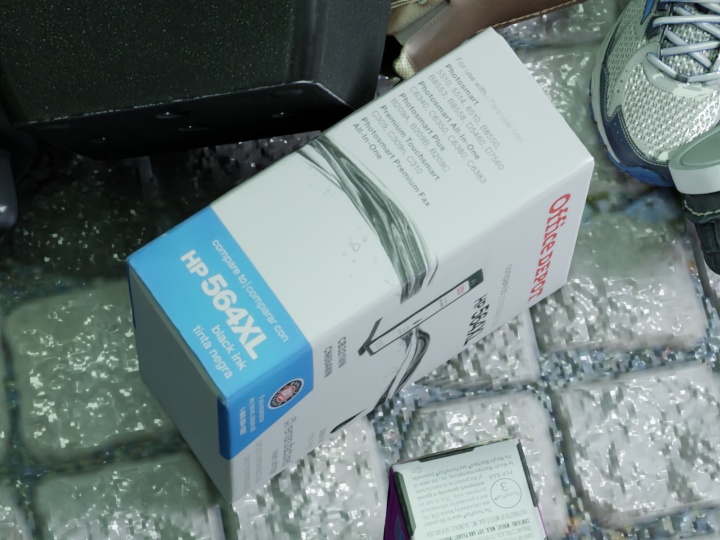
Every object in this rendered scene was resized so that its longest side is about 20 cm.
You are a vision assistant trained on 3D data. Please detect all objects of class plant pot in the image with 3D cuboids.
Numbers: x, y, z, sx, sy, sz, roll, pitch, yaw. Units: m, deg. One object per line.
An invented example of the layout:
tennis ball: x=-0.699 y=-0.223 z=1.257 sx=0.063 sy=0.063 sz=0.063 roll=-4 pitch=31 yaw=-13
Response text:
plant pot: x=-0.081 y=-0.151 z=1.124 sx=0.198 sy=0.200 sz=0.179 roll=-8 pitch=84 yaw=10

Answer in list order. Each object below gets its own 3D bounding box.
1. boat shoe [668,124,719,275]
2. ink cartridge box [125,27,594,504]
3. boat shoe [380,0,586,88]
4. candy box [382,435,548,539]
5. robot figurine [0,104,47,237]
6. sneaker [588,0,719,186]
boat shoe: x=0.233 y=-0.062 z=1.223 sx=0.199 sy=0.075 sz=0.061 roll=-26 pitch=109 yaw=-22
ink cartridge box: x=0.000 y=0.000 z=1.141 sx=0.199 sy=0.146 sz=0.085 roll=-32 pitch=72 yaw=-14
boat shoe: x=0.023 y=-0.118 z=1.234 sx=0.201 sy=0.075 sz=0.075 roll=-10 pitch=67 yaw=7
candy box: x=0.062 y=0.188 z=1.072 sx=0.061 sy=0.137 sz=0.201 roll=-12 pitch=69 yaw=-6
robot figurine: x=-0.218 y=-0.099 z=1.185 sx=0.124 sy=0.150 sz=0.201 roll=-17 pitch=69 yaw=5
sneaker: x=0.165 y=-0.139 z=1.237 sx=0.077 sy=0.085 sz=0.201 roll=17 pitch=69 yaw=5
